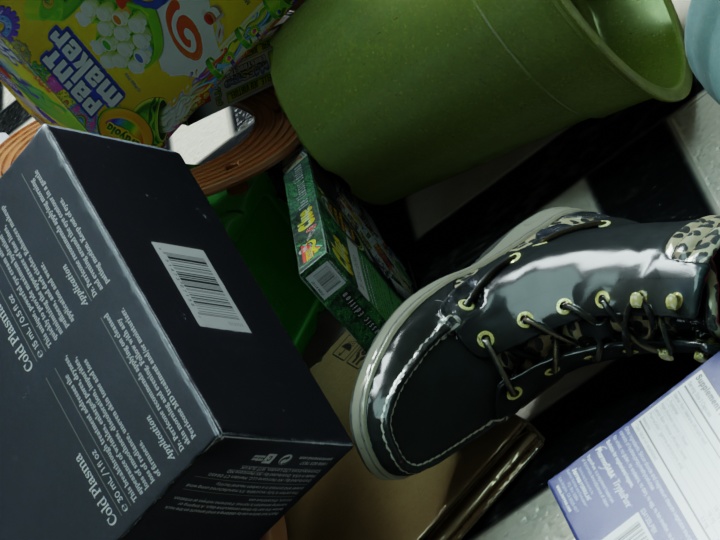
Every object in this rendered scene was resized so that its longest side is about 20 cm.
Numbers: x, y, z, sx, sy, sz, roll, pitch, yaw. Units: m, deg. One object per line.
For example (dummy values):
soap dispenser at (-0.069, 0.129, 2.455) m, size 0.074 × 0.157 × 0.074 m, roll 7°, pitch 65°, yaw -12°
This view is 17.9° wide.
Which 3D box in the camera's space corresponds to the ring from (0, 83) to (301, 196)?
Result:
ring at (-0.125, -0.070, 1.351) m, size 0.200 × 0.019 × 0.201 m, roll -9°, pitch 24°, yaw 4°

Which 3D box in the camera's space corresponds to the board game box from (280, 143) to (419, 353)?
board game box at (0.000, 0.000, 1.246) m, size 0.023 × 0.105 × 0.200 m, roll -35°, pitch 18°, yaw 8°

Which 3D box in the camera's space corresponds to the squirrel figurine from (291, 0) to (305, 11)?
squirrel figurine at (0.020, -0.195, 1.483) m, size 0.187 × 0.199 × 0.142 m, roll 127°, pitch 140°, yaw -60°

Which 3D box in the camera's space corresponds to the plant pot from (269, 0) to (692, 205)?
plant pot at (0.054, -0.135, 1.300) m, size 0.190 × 0.200 × 0.200 m, roll -32°, pitch 31°, yaw 24°

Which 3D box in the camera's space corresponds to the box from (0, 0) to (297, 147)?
box at (-0.148, -0.197, 1.284) m, size 0.193 × 0.200 × 0.122 m, roll -47°, pitch 41°, yaw -10°

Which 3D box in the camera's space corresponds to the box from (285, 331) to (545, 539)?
box at (-0.009, 0.117, 1.222) m, size 0.164 × 0.021 × 0.200 m, roll -48°, pitch 29°, yaw -9°

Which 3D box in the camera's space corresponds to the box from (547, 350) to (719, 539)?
box at (0.184, 0.074, 1.024) m, size 0.200 × 0.032 × 0.121 m, roll -40°, pitch 29°, yaw 10°

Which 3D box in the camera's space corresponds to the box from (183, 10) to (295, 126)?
box at (-0.135, -0.142, 1.441) m, size 0.110 × 0.035 × 0.200 m, roll -29°, pitch 31°, yaw -35°

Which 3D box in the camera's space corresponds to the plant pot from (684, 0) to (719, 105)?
plant pot at (0.262, -0.092, 1.011) m, size 0.200 × 0.200 × 0.134 m, roll -35°, pitch 56°, yaw 15°

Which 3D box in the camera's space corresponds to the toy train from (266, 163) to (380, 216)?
toy train at (-0.032, -0.062, 1.484) m, size 0.046 × 0.034 × 0.200 m, roll -42°, pitch 25°, yaw -22°

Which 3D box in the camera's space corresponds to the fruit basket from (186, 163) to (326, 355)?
fruit basket at (-0.141, 0.035, 1.347) m, size 0.215 × 0.156 × 0.216 m, roll -27°, pitch 29°, yaw 17°

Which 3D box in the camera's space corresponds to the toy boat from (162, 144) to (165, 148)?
toy boat at (-0.131, -0.036, 1.495) m, size 0.130 × 0.131 × 0.201 m, roll 7°, pitch 63°, yaw 0°

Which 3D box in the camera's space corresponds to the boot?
boot at (0.102, 0.030, 1.116) m, size 0.153 × 0.074 × 0.203 m, roll -2°, pitch 31°, yaw 48°

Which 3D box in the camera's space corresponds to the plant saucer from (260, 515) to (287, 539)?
plant saucer at (-0.114, 0.163, 1.206) m, size 0.200 × 0.032 × 0.201 m, roll -10°, pitch 73°, yaw 36°

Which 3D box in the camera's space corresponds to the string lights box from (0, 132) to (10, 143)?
string lights box at (-0.239, 0.022, 1.471) m, size 0.059 × 0.201 × 0.103 m, roll -7°, pitch 20°, yaw -22°

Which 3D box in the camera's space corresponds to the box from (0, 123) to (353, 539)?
box at (-0.135, 0.064, 1.145) m, size 0.182 × 0.104 × 0.200 m, roll -45°, pitch 60°, yaw 24°
